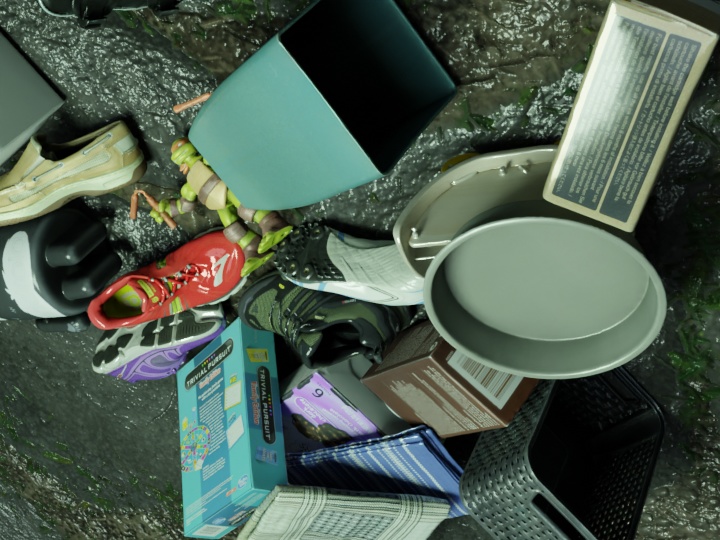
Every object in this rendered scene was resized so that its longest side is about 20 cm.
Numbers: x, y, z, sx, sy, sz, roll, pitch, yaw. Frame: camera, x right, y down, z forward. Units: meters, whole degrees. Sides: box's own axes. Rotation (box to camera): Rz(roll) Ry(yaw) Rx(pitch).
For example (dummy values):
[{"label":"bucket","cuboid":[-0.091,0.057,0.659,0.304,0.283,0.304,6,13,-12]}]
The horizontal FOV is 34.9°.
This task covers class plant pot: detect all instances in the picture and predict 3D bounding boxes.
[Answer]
[{"label":"plant pot","cuboid":[-0.052,-0.143,1.013,0.200,0.141,0.142,-22,111,46]}]

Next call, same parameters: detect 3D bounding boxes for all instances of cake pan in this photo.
[{"label":"cake pan","cuboid":[0.153,0.016,0.955,0.199,0.037,0.201,7,138,7]}]

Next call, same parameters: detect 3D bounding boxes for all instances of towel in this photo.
[{"label":"towel","cuboid":[0.022,0.227,1.229,0.199,0.024,0.145,-16,130,32]},{"label":"towel","cuboid":[-0.025,0.283,1.232,0.192,0.035,0.200,8,147,-16]}]

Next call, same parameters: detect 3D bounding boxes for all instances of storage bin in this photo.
[{"label":"storage bin","cuboid":[0.192,0.172,1.071,0.135,0.200,0.094,45,131,-9]}]

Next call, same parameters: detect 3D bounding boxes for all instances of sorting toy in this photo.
[{"label":"sorting toy","cuboid":[0.155,-0.014,1.029,0.199,0.107,0.180,-6,134,20]}]

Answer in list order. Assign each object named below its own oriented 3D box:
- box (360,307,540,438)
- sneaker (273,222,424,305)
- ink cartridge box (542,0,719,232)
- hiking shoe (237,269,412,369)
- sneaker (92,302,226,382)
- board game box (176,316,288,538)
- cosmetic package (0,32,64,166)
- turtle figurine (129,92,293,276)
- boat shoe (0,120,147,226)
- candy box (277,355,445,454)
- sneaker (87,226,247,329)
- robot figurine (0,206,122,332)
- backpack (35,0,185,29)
[{"label":"box","cuboid":[0.085,0.103,1.114,0.100,0.075,0.200,42,157,-7]},{"label":"sneaker","cuboid":[0.000,0.000,1.141,0.199,0.072,0.073,10,156,31]},{"label":"ink cartridge box","cuboid":[0.208,-0.152,0.819,0.075,0.200,0.165,23,133,10]},{"label":"hiking shoe","cuboid":[-0.052,0.052,1.182,0.199,0.101,0.076,1,124,28]},{"label":"sneaker","cuboid":[-0.222,0.079,1.330,0.199,0.081,0.083,-22,138,36]},{"label":"board game box","cuboid":[-0.145,0.175,1.269,0.047,0.201,0.151,15,144,-33]},{"label":"cosmetic package","cuboid":[-0.459,-0.179,1.214,0.199,0.123,0.200,-31,104,41]},{"label":"turtle figurine","cuboid":[-0.147,-0.075,1.160,0.161,0.064,0.200,50,126,6]},{"label":"boat shoe","cuboid":[-0.327,-0.108,1.195,0.199,0.072,0.076,-20,123,-1]},{"label":"candy box","cuboid":[-0.030,0.190,1.293,0.168,0.072,0.200,43,133,-8]},{"label":"sneaker","cuboid":[-0.204,0.019,1.225,0.199,0.085,0.077,-27,92,19]},{"label":"robot figurine","cuboid":[-0.367,-0.008,1.296,0.199,0.125,0.151,-5,80,31]},{"label":"backpack","cuboid":[-0.200,-0.323,0.926,0.151,0.177,0.200,51,139,27]}]
